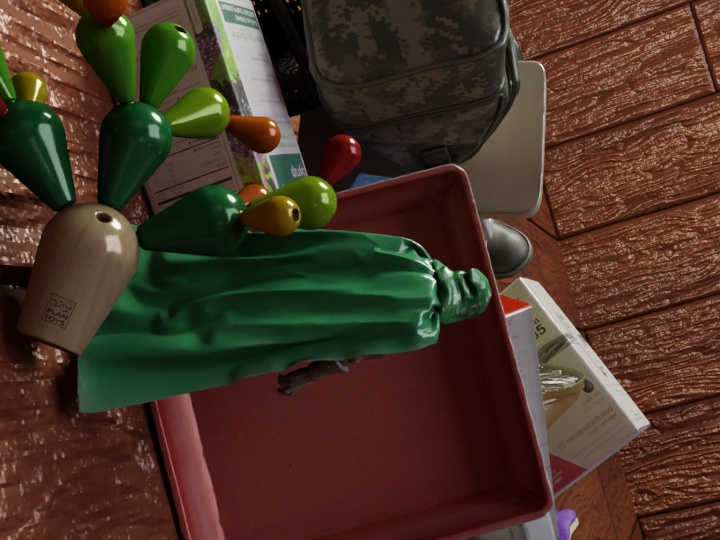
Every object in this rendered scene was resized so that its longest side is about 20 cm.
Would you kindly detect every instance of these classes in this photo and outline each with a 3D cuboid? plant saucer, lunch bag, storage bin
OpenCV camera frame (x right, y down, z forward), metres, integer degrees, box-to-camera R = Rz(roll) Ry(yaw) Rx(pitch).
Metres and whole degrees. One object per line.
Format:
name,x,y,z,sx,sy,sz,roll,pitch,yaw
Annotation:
plant saucer,-0.014,0.061,0.563,0.037,0.199,0.201,122,-47,-86
lunch bag,0.032,-0.183,0.722,0.168,0.139,0.201,68,11,-70
storage bin,-0.076,-0.207,0.775,0.200,0.093,0.136,-82,149,-56

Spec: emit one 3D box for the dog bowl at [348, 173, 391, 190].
dog bowl,0.000,0.000,0.744,0.200,0.049,0.112,103,9,-68

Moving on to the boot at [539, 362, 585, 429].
boot,0.133,0.195,0.918,0.175,0.066,0.201,-13,112,-43

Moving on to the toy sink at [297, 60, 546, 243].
toy sink,0.056,-0.087,0.834,0.112,0.199,0.131,49,43,-66

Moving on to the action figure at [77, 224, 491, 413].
action figure,-0.033,0.019,0.509,0.055,0.199,0.119,81,5,-55

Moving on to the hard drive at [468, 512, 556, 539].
hard drive,0.067,0.188,0.720,0.027,0.200,0.132,-18,96,-30

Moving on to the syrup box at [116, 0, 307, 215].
syrup box,-0.085,-0.065,0.631,0.201,0.081,0.079,71,20,-2

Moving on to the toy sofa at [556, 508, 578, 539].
toy sofa,0.173,0.277,1.087,0.200,0.097,0.083,-34,107,-71

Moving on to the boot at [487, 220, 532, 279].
boot,0.078,-0.067,1.038,0.073,0.181,0.200,-66,156,-15

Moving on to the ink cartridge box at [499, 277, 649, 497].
ink cartridge box,0.183,0.129,1.073,0.200,0.146,0.083,54,16,19

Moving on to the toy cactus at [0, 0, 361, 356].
toy cactus,-0.106,-0.042,0.467,0.199,0.102,0.166,25,76,-22

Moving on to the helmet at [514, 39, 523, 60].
helmet,0.080,-0.197,1.091,0.191,0.199,0.201,42,34,-73

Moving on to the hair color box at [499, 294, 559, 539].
hair color box,0.089,0.128,0.780,0.061,0.101,0.201,17,-60,59

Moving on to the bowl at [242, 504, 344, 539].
bowl,0.006,0.167,0.653,0.200,0.107,0.201,-18,90,-73
